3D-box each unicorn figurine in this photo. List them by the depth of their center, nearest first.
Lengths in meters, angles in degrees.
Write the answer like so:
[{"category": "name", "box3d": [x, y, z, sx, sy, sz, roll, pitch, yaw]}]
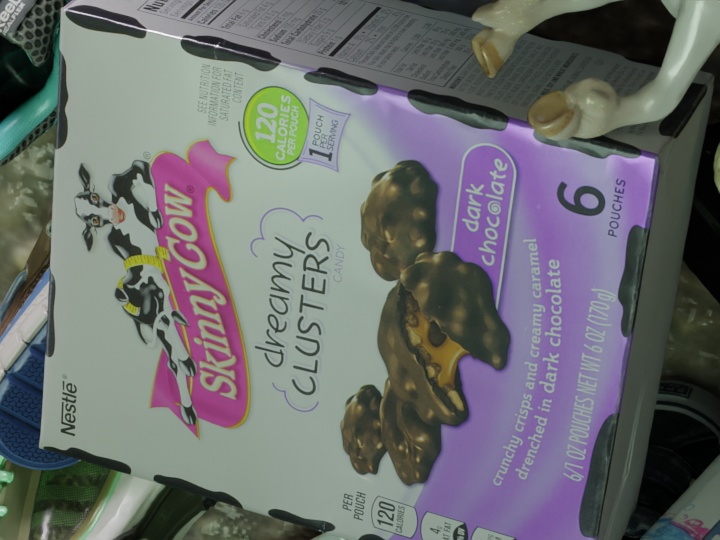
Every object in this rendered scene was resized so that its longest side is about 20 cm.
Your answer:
[{"category": "unicorn figurine", "box3d": [0.092, -0.105, 0.790, 0.137, 0.074, 0.200, -29, 145, -8]}]

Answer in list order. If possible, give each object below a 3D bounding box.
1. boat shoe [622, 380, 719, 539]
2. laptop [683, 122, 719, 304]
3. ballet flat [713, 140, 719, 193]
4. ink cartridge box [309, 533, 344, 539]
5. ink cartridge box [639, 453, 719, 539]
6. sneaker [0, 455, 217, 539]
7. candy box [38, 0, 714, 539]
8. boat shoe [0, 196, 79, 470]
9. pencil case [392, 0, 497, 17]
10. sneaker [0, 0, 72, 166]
[{"category": "boat shoe", "box3d": [0.130, 0.147, 1.031, 0.071, 0.091, 0.201, -10, 119, 28]}, {"category": "laptop", "box3d": [0.224, -0.018, 0.928, 0.187, 0.116, 0.200, 49, 156, -14]}, {"category": "ballet flat", "box3d": [0.209, -0.044, 0.832, 0.199, 0.057, 0.067, -7, 106, 0]}, {"category": "ink cartridge box", "box3d": [-0.020, 0.206, 1.168, 0.200, 0.044, 0.174, -30, 96, 36]}, {"category": "ink cartridge box", "box3d": [0.145, 0.146, 0.926, 0.087, 0.200, 0.146, 31, 155, 40]}, {"category": "sneaker", "box3d": [-0.117, 0.091, 1.054, 0.088, 0.200, 0.077, 29, 159, 25]}, {"category": "candy box", "box3d": [0.000, 0.000, 0.880, 0.199, 0.072, 0.168, 15, 120, 15]}, {"category": "boat shoe", "box3d": [-0.081, -0.021, 1.003, 0.072, 0.072, 0.200, 35, 105, -32]}, {"category": "pencil case", "box3d": [0.068, -0.165, 0.843, 0.090, 0.083, 0.200, 24, 134, -29]}, {"category": "sneaker", "box3d": [-0.097, -0.112, 0.943, 0.077, 0.091, 0.200, 28, 129, 0]}]
